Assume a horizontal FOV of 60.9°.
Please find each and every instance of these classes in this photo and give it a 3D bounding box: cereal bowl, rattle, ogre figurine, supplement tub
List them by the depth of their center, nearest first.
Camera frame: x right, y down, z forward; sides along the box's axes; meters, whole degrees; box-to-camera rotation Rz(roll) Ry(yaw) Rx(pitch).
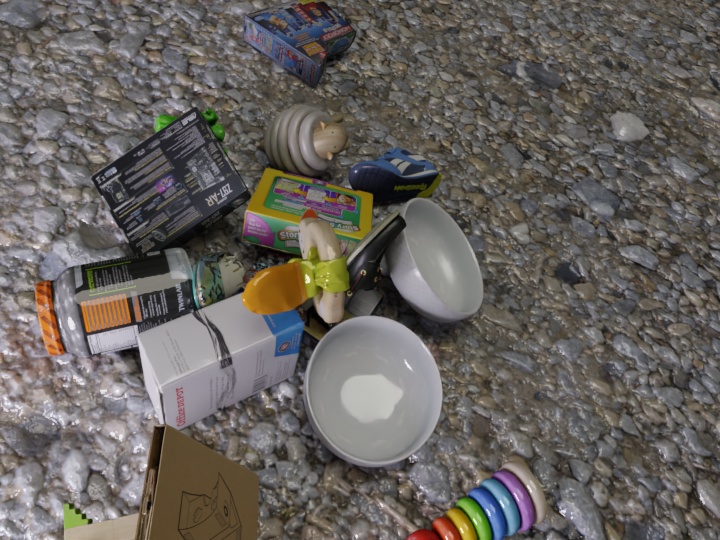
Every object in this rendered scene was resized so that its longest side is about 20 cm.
[{"bbox_3d":[-0.097,-0.012,0.816,0.140,0.132,0.201,-23,43,-8],"label":"rattle"},{"bbox_3d":[-0.327,0.045,0.838,0.195,0.124,0.125,-11,58,-21],"label":"supplement tub"},{"bbox_3d":[0.011,0.172,0.853,0.194,0.084,0.205,8,63,-15],"label":"cereal bowl"},{"bbox_3d":[0.106,-0.007,0.980,0.198,0.083,0.204,32,42,-33],"label":"cereal bowl"},{"bbox_3d":[-0.290,-0.211,1.045,0.117,0.098,0.205,1,68,-26],"label":"ogre figurine"}]

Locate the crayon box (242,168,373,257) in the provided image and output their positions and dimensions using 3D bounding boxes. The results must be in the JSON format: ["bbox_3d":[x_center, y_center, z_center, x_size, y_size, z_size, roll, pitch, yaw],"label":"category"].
[{"bbox_3d":[-0.079,-0.088,1.002,0.194,0.059,0.174,13,32,-5],"label":"crayon box"}]

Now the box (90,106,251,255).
[{"bbox_3d":[-0.290,-0.129,0.946,0.198,0.044,0.162,-35,81,-3],"label":"box"}]

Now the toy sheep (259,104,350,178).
[{"bbox_3d":[-0.103,-0.227,1.086,0.196,0.140,0.139,-2,40,39],"label":"toy sheep"}]

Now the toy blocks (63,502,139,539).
[{"bbox_3d":[-0.240,0.345,0.661,0.133,0.100,0.205,-7,71,-14],"label":"toy blocks"}]

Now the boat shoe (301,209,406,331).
[{"bbox_3d":[0.000,0.000,0.893,0.063,0.074,0.202,41,99,-2],"label":"boat shoe"}]

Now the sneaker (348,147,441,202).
[{"bbox_3d":[0.055,-0.178,1.121,0.196,0.075,0.083,-3,52,-36],"label":"sneaker"}]

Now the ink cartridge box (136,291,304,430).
[{"bbox_3d":[-0.183,0.115,0.812,0.196,0.146,0.085,-22,62,-27],"label":"ink cartridge box"}]

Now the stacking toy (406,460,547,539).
[{"bbox_3d":[0.143,0.329,0.792,0.196,0.086,0.086,-21,62,-22],"label":"stacking toy"}]

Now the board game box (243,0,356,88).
[{"bbox_3d":[-0.114,-0.487,1.306,0.198,0.062,0.200,-31,69,-31],"label":"board game box"}]

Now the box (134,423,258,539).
[{"bbox_3d":[-0.173,0.282,0.679,0.021,0.201,0.167,-15,52,18],"label":"box"}]

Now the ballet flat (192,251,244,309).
[{"bbox_3d":[-0.198,0.007,0.869,0.072,0.076,0.200,3,12,-12],"label":"ballet flat"}]

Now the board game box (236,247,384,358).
[{"bbox_3d":[-0.079,0.039,0.962,0.198,0.035,0.136,33,54,9],"label":"board game box"}]
